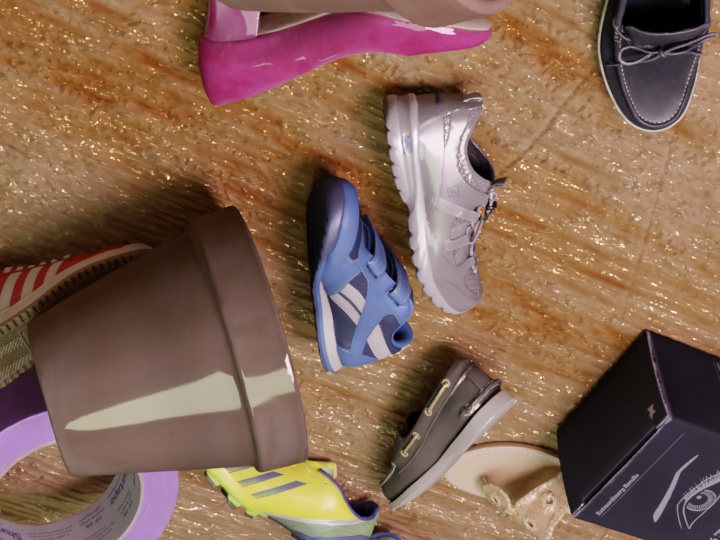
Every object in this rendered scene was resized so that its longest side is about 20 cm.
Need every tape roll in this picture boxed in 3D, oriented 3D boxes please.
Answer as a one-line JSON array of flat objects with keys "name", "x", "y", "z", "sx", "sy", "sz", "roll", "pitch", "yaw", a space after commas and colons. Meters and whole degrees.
[{"name": "tape roll", "x": -0.259, "y": 0.182, "z": 1.252, "sx": 0.199, "sy": 0.066, "sz": 0.201, "roll": -13, "pitch": 124, "yaw": -21}]

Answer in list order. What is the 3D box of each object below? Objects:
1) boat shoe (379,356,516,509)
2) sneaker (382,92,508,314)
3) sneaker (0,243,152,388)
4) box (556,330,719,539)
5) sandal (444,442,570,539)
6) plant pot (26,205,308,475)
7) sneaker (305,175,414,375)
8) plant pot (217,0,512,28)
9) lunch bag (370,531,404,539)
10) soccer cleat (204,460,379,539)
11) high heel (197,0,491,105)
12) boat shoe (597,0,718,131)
[{"name": "boat shoe", "x": 0.064, "y": 0.145, "z": 1.289, "sx": 0.060, "sy": 0.072, "sz": 0.202, "roll": 47, "pitch": 139, "yaw": 10}, {"name": "sneaker", "x": 0.074, "y": -0.046, "z": 1.104, "sx": 0.082, "sy": 0.075, "sz": 0.200, "roll": -10, "pitch": 132, "yaw": 8}, {"name": "sneaker", "x": -0.261, "y": 0.018, "z": 1.160, "sx": 0.200, "sy": 0.112, "sz": 0.071, "roll": -29, "pitch": 132, "yaw": -17}, {"name": "box", "x": 0.296, "y": 0.162, "z": 1.287, "sx": 0.199, "sy": 0.105, "sz": 0.148, "roll": 22, "pitch": 128, "yaw": -21}, {"name": "sandal", "x": 0.181, "y": 0.218, "z": 1.355, "sx": 0.211, "sy": 0.070, "sz": 0.078, "roll": 14, "pitch": 130, "yaw": -16}, {"name": "plant pot", "x": -0.148, "y": 0.070, "z": 1.088, "sx": 0.173, "sy": 0.200, "sz": 0.201, "roll": -16, "pitch": 133, "yaw": -11}, {"name": "sneaker", "x": 0.000, "y": 0.000, "z": 1.148, "sx": 0.082, "sy": 0.074, "sz": 0.200, "roll": -5, "pitch": 140, "yaw": -1}, {"name": "plant pot", "x": -0.016, "y": -0.233, "z": 0.875, "sx": 0.174, "sy": 0.201, "sz": 0.200, "roll": -9, "pitch": 135, "yaw": 31}, {"name": "lunch bag", "x": -0.027, "y": 0.341, "z": 1.397, "sx": 0.199, "sy": 0.161, "sz": 0.083, "roll": -19, "pitch": 136, "yaw": 16}, {"name": "soccer cleat", "x": -0.067, "y": 0.195, "z": 1.340, "sx": 0.200, "sy": 0.065, "sz": 0.084, "roll": 37, "pitch": 91, "yaw": -26}, {"name": "high heel", "x": -0.013, "y": -0.148, "z": 1.006, "sx": 0.199, "sy": 0.067, "sz": 0.096, "roll": 5, "pitch": 122, "yaw": -1}, {"name": "boat shoe", "x": 0.204, "y": -0.171, "z": 1.009, "sx": 0.074, "sy": 0.062, "sz": 0.201, "roll": -6, "pitch": 134, "yaw": 0}]
